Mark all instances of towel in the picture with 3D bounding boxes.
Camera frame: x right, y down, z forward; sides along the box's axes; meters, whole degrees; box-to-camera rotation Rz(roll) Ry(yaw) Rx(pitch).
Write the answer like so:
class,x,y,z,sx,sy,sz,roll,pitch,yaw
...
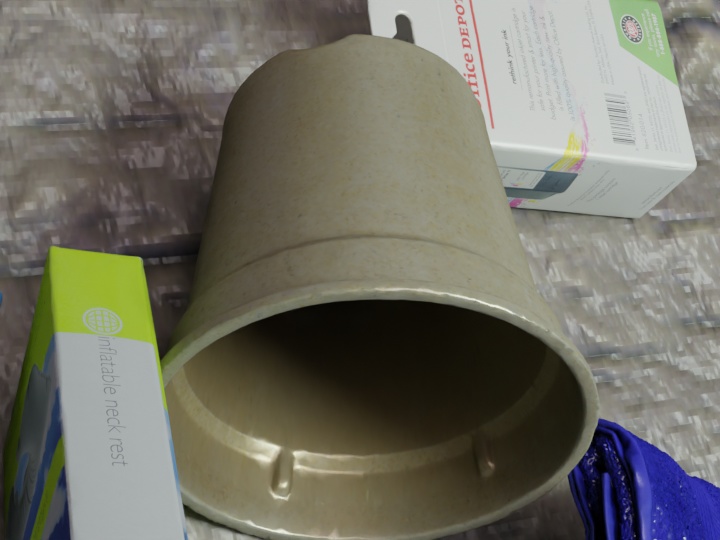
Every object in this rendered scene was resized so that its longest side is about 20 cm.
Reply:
class,x,y,z,sx,sy,sz,roll,pitch,yaw
towel,0.168,0.165,0.713,0.200,0.049,0.149,32,50,-45

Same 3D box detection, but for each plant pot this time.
class,x,y,z,sx,sy,sz,roll,pitch,yaw
plant pot,0.000,0.000,0.701,0.199,0.201,0.185,14,48,-19

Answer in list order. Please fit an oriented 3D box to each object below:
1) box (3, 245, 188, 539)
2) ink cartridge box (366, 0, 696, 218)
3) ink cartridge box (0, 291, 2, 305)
class,x,y,z,sx,sy,sz,roll,pitch,yaw
box,-0.106,0.099,0.577,0.047,0.123,0.201,7,34,-20
ink cartridge box,0.083,-0.101,0.851,0.198,0.067,0.118,5,64,-25
ink cartridge box,-0.224,0.092,0.601,0.115,0.067,0.202,17,59,-18
